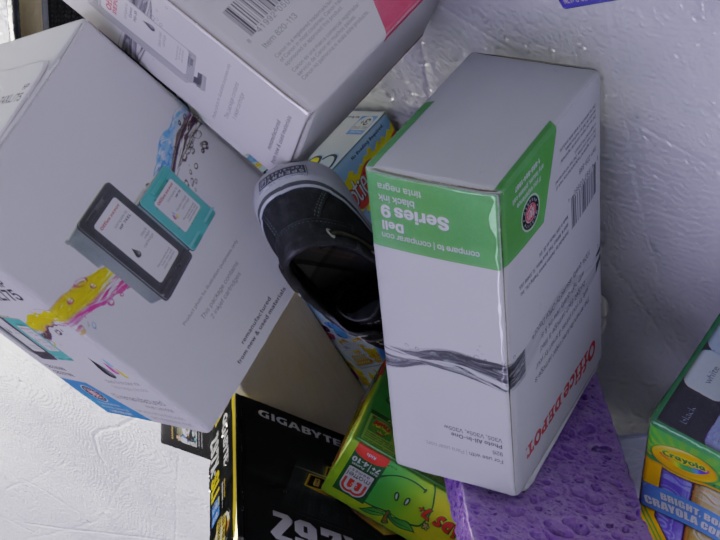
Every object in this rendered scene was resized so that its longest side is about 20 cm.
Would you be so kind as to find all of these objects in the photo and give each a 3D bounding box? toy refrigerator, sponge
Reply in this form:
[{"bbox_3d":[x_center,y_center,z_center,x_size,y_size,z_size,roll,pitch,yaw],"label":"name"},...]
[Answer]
[{"bbox_3d":[-0.039,0.106,1.138,0.070,0.076,0.201,7,138,50],"label":"toy refrigerator"},{"bbox_3d":[0.104,0.120,0.976,0.110,0.201,0.030,6,124,-11],"label":"sponge"}]

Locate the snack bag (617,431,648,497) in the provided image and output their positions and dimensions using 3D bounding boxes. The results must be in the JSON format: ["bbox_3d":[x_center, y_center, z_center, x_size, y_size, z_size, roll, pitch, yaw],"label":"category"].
[{"bbox_3d":[0.152,0.160,1.140,0.198,0.022,0.189,-10,141,21],"label":"snack bag"}]

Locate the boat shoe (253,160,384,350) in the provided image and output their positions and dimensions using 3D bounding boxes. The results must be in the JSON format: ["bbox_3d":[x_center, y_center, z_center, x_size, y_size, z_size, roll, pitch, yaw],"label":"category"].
[{"bbox_3d":[0.000,0.011,0.948,0.068,0.057,0.200,-27,143,16],"label":"boat shoe"}]

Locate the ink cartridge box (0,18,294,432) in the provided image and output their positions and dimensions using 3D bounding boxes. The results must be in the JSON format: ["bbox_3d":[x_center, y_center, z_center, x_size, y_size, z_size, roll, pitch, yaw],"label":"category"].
[{"bbox_3d":[-0.156,-0.024,0.975,0.200,0.147,0.146,41,160,-26],"label":"ink cartridge box"}]

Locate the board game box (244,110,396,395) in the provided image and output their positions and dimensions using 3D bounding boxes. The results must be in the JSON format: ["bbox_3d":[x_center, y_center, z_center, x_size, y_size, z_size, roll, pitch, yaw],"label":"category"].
[{"bbox_3d":[0.000,0.000,1.126,0.104,0.103,0.201,9,139,48],"label":"board game box"}]

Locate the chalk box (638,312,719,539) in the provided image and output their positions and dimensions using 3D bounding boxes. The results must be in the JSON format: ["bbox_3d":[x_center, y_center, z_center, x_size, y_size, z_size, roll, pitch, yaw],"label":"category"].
[{"bbox_3d":[0.242,0.099,0.941,0.123,0.125,0.201,28,151,22],"label":"chalk box"}]

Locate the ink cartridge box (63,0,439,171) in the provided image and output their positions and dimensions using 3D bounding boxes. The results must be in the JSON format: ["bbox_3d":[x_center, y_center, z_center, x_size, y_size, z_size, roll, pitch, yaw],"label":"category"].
[{"bbox_3d":[-0.068,-0.174,0.919,0.199,0.147,0.083,39,152,5],"label":"ink cartridge box"}]

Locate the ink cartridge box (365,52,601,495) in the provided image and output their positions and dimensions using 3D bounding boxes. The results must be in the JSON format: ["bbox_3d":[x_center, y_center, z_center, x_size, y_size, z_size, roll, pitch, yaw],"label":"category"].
[{"bbox_3d":[0.076,0.002,0.930,0.083,0.146,0.202,11,126,25],"label":"ink cartridge box"}]

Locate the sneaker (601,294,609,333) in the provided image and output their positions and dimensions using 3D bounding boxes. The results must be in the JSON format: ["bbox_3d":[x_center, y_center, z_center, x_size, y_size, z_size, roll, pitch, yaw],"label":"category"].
[{"bbox_3d":[0.113,0.058,1.090,0.080,0.084,0.201,25,147,26],"label":"sneaker"}]

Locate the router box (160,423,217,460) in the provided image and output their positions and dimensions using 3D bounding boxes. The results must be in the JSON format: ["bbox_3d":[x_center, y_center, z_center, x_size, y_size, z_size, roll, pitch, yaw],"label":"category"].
[{"bbox_3d":[-0.083,0.048,1.243,0.156,0.052,0.203,12,105,43],"label":"router box"}]

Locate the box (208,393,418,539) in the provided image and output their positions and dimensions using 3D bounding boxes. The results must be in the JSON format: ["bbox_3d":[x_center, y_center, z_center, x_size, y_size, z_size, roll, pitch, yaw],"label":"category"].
[{"bbox_3d":[0.002,0.168,1.025,0.198,0.160,0.050,23,115,-15],"label":"box"}]

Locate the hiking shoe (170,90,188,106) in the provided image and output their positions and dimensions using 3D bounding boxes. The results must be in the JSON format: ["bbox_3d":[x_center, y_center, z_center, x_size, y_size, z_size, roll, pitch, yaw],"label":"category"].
[{"bbox_3d":[-0.175,-0.076,1.255,0.074,0.087,0.201,33,151,14],"label":"hiking shoe"}]

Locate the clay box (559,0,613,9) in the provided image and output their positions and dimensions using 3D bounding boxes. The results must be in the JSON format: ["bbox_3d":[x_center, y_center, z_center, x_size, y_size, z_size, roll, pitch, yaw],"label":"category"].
[{"bbox_3d":[0.098,-0.220,0.751,0.114,0.048,0.201,0,132,51],"label":"clay box"}]

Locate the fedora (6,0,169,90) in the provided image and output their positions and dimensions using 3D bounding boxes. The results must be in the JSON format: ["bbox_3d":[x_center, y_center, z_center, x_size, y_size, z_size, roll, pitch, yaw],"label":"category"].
[{"bbox_3d":[-0.177,-0.148,1.112,0.090,0.202,0.202,-5,143,0],"label":"fedora"}]

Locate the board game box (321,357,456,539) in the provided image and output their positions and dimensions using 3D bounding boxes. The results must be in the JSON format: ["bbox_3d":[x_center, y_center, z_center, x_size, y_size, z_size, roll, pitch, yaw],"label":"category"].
[{"bbox_3d":[0.082,0.143,1.030,0.199,0.102,0.048,30,120,-1],"label":"board game box"}]
